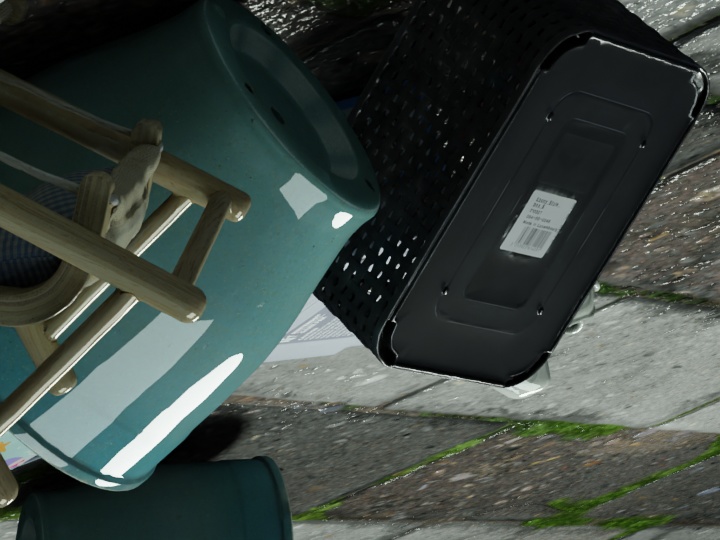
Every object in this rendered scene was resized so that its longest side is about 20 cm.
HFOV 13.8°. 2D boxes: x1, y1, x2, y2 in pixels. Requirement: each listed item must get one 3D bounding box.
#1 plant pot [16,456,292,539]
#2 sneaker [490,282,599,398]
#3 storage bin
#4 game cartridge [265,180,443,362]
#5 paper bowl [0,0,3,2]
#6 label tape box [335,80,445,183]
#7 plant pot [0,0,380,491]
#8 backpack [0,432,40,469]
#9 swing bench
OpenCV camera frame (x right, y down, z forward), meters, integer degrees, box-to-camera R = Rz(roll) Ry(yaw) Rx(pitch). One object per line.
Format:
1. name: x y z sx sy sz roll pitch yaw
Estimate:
1. plant pot: -0.167 0.239 2.282 0.187 0.201 0.200 4 159 -16
2. sneaker: 0.111 -0.013 1.753 0.200 0.081 0.075 -59 -164 -23
3. storage bin: 0.068 -0.051 1.510 0.135 0.094 0.200 12 114 -48
4. game cartridge: 0.000 0.000 1.676 0.133 0.041 0.200 -10 163 -42
5. paper bowl: -0.184 -0.149 1.068 0.200 0.105 0.201 -17 163 -5
6. label tape box: -0.021 -0.035 1.720 0.143 0.066 0.200 -18 167 -2
7. plant pot: -0.101 -0.029 1.446 0.188 0.200 0.200 -39 159 15
8. backpack: -0.245 0.047 1.622 0.177 0.151 0.200 -24 168 20
9. swing bench: -0.166 -0.035 1.234 0.130 0.200 0.199 -44 -173 11
